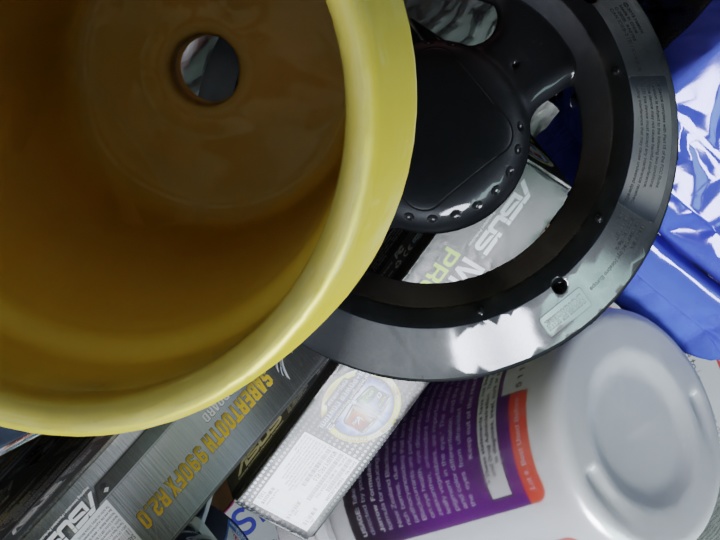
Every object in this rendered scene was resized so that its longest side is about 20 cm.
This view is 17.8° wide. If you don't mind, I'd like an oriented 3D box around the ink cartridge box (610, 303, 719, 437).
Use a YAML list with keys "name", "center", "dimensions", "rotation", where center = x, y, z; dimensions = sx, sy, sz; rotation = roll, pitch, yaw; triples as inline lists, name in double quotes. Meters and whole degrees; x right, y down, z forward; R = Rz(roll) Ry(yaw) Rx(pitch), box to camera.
- name: "ink cartridge box"
  center: [0.122, 0.065, 1.289]
  dimensions: [0.199, 0.147, 0.084]
  rotation: [-21, 172, -2]

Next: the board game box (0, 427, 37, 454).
- name: "board game box"
  center: [-0.147, 0.057, 0.888]
  dimensions: [0.135, 0.035, 0.200]
  rotation: [-28, 179, -43]

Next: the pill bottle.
- name: "pill bottle"
  center: [0.054, 0.094, 1.038]
  dimensions: [0.199, 0.112, 0.111]
  rotation: [-22, -178, 44]

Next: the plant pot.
- name: "plant pot"
  center: [-0.071, -0.062, 0.760]
  dimensions: [0.201, 0.200, 0.189]
  rotation: [-54, 174, 14]

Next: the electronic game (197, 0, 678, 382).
- name: "electronic game"
  center: [0.030, -0.054, 0.935]
  dimensions: [0.200, 0.200, 0.042]
  rotation: [-47, 167, -3]

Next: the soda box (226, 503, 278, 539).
- name: "soda box"
  center: [-0.103, 0.161, 1.212]
  dimensions: [0.200, 0.064, 0.068]
  rotation: [-38, -176, -26]

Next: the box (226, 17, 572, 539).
- name: "box"
  center: [0.000, 0.000, 1.049]
  dimensions: [0.044, 0.160, 0.200]
  rotation: [30, 104, -25]

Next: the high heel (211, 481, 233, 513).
- name: "high heel"
  center: [-0.082, 0.093, 1.101]
  dimensions: [0.096, 0.067, 0.200]
  rotation: [-41, -170, 14]

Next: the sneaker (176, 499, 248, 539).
- name: "sneaker"
  center: [-0.056, 0.132, 0.924]
  dimensions: [0.200, 0.070, 0.108]
  rotation: [-15, -159, 50]

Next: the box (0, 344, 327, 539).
- name: "box"
  center: [-0.109, 0.086, 0.963]
  dimensions: [0.158, 0.048, 0.200]
  rotation: [-29, -165, 49]

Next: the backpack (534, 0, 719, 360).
- name: "backpack"
  center: [0.158, -0.072, 1.048]
  dimensions: [0.168, 0.162, 0.200]
  rotation: [-41, -158, 15]
